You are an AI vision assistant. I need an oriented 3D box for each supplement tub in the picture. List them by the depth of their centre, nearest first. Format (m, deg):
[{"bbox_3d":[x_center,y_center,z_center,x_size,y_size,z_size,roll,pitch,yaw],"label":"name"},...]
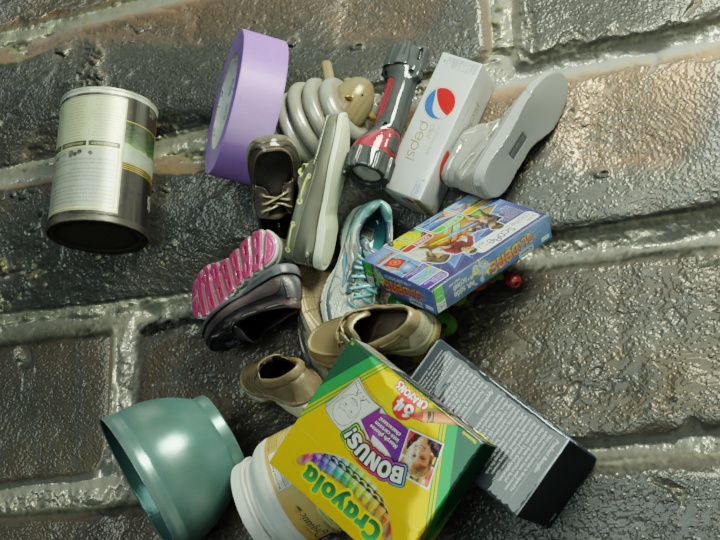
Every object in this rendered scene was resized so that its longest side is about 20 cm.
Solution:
[{"bbox_3d":[-0.046,0.250,1.481,0.198,0.144,0.146,-29,65,12],"label":"supplement tub"}]

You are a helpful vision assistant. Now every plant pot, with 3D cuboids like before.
[{"bbox_3d":[-0.228,0.245,1.551,0.133,0.201,0.201,-30,61,-18],"label":"plant pot"}]

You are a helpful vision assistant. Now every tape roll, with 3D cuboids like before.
[{"bbox_3d":[-0.157,-0.223,1.651,0.065,0.200,0.203,14,76,-16],"label":"tape roll"}]

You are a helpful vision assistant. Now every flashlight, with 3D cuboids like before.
[{"bbox_3d":[0.033,-0.204,1.576,0.067,0.068,0.203,19,65,-6],"label":"flashlight"}]

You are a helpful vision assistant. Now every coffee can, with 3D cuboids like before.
[{"bbox_3d":[-0.371,-0.143,1.744,0.144,0.146,0.203,-5,72,21],"label":"coffee can"}]

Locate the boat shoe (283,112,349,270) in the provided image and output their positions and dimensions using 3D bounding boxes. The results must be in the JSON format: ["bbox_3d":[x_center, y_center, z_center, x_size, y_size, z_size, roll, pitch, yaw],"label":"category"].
[{"bbox_3d":[-0.056,-0.106,1.559,0.059,0.072,0.205,11,93,16],"label":"boat shoe"}]

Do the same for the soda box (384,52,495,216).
[{"bbox_3d":[0.104,-0.179,1.595,0.063,0.068,0.202,22,83,27],"label":"soda box"}]

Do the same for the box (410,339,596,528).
[{"bbox_3d":[0.156,0.193,1.410,0.199,0.148,0.108,37,90,28],"label":"box"}]

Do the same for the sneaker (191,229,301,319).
[{"bbox_3d":[-0.152,0.014,1.645,0.199,0.087,0.075,-36,56,35],"label":"sneaker"}]

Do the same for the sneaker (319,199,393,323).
[{"bbox_3d":[0.000,0.000,1.550,0.076,0.086,0.203,13,69,-16],"label":"sneaker"}]

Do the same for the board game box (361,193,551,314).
[{"bbox_3d":[0.118,-0.026,1.475,0.199,0.035,0.135,-31,33,-27],"label":"board game box"}]

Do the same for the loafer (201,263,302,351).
[{"bbox_3d":[-0.145,0.064,1.592,0.200,0.071,0.064,-40,57,38],"label":"loafer"}]

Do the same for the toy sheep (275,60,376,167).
[{"bbox_3d":[-0.062,-0.198,1.643,0.199,0.137,0.140,-33,63,27],"label":"toy sheep"}]

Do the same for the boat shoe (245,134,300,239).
[{"bbox_3d":[-0.108,-0.102,1.589,0.073,0.201,0.074,-11,61,-5],"label":"boat shoe"}]

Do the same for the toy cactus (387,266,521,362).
[{"bbox_3d":[0.098,0.023,1.536,0.199,0.102,0.166,-35,45,12],"label":"toy cactus"}]

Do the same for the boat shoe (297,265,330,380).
[{"bbox_3d":[-0.053,0.088,1.580,0.065,0.071,0.202,-49,52,41],"label":"boat shoe"}]

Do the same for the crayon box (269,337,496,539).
[{"bbox_3d":[0.022,0.206,1.349,0.199,0.058,0.174,36,94,26],"label":"crayon box"}]

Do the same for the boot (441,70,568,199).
[{"bbox_3d":[0.181,-0.184,1.563,0.095,0.074,0.201,19,65,48],"label":"boot"}]

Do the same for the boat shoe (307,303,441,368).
[{"bbox_3d":[0.003,0.071,1.452,0.198,0.064,0.072,-14,58,39],"label":"boat shoe"}]

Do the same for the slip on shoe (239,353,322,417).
[{"bbox_3d":[-0.108,0.133,1.540,0.076,0.061,0.199,-38,22,-15],"label":"slip on shoe"}]
